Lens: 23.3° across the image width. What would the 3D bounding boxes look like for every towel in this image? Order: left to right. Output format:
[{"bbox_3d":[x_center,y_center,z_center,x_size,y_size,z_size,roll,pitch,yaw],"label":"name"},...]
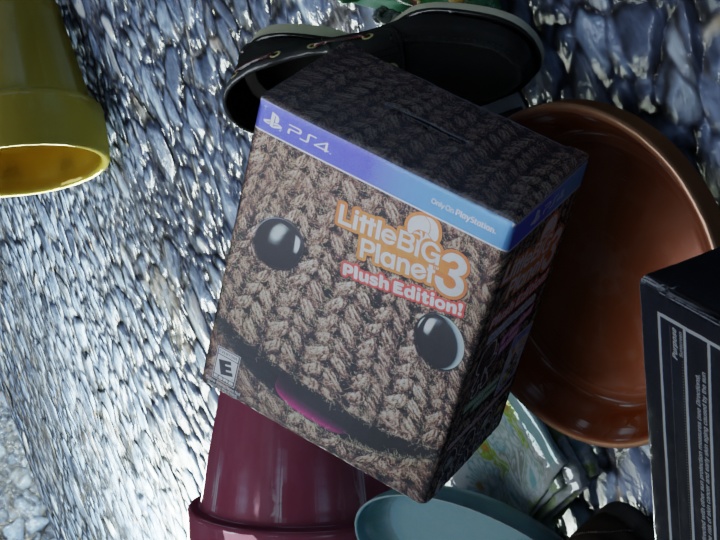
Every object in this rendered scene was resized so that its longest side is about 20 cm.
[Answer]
[{"bbox_3d":[0.086,0.093,1.221,0.200,0.048,0.171,61,156,21],"label":"towel"}]

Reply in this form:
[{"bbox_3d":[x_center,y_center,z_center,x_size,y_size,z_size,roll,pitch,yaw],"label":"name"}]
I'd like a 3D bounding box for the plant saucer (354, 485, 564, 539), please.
[{"bbox_3d":[0.090,0.209,1.225,0.200,0.027,0.200,22,149,14],"label":"plant saucer"}]

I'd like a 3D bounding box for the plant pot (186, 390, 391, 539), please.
[{"bbox_3d":[-0.042,0.151,1.411,0.200,0.200,0.179,-167,75,-65],"label":"plant pot"}]

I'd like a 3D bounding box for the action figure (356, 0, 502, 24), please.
[{"bbox_3d":[0.031,-0.189,1.096,0.200,0.055,0.118,42,143,42],"label":"action figure"}]

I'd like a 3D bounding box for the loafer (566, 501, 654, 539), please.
[{"bbox_3d":[0.186,0.220,1.063,0.200,0.071,0.073,39,144,52],"label":"loafer"}]

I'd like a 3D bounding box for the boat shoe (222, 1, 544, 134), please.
[{"bbox_3d":[0.012,-0.113,1.039,0.201,0.063,0.074,-1,131,27],"label":"boat shoe"}]

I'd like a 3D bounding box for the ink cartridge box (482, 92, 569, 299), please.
[{"bbox_3d":[0.102,-0.023,1.092,0.200,0.039,0.099,63,157,14],"label":"ink cartridge box"}]

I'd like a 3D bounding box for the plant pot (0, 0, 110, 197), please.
[{"bbox_3d":[-0.384,-0.197,1.908,0.201,0.200,0.189,143,121,-68],"label":"plant pot"}]

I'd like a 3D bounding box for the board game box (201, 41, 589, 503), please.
[{"bbox_3d":[0.015,0.001,0.989,0.159,0.097,0.200,27,126,18],"label":"board game box"}]

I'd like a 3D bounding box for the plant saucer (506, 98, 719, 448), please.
[{"bbox_3d":[0.133,0.001,0.987,0.200,0.032,0.201,22,120,42],"label":"plant saucer"}]

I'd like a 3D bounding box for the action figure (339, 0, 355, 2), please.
[{"bbox_3d":[0.009,-0.245,1.005,0.118,0.055,0.200,35,133,32],"label":"action figure"}]

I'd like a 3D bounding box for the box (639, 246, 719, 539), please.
[{"bbox_3d":[0.233,0.103,0.776,0.198,0.123,0.200,35,138,54],"label":"box"}]
